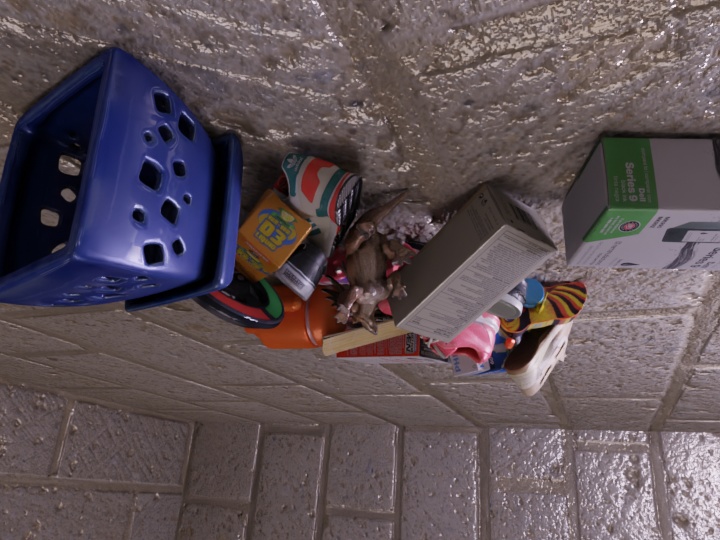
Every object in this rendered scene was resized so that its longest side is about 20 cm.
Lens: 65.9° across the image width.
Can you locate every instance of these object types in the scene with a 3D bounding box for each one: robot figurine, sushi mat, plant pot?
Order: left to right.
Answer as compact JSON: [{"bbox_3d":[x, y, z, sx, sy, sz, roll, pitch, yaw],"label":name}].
[{"bbox_3d":[-0.236,-0.063,0.564,0.199,0.202,0.179,-13,158,35],"label":"plant pot"},{"bbox_3d":[-0.106,0.081,0.988,0.198,0.117,0.145,-4,122,19],"label":"robot figurine"},{"bbox_3d":[0.029,0.104,0.942,0.198,0.012,0.096,-14,159,-9],"label":"sushi mat"}]

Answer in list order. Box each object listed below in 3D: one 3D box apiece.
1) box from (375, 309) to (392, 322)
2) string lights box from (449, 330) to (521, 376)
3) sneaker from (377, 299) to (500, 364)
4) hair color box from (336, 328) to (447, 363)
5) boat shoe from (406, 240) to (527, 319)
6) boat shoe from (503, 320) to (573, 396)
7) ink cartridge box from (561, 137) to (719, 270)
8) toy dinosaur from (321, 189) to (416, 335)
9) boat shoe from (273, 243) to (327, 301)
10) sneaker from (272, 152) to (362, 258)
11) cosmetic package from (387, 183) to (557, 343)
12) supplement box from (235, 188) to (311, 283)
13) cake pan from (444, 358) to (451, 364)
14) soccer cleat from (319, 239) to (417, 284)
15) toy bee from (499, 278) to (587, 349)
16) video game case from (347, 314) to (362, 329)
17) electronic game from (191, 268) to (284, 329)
[{"bbox_3d":[0.084,0.047,0.955,0.159,0.050,0.200,-1,158,4],"label":"box"},{"bbox_3d":[0.240,0.129,0.993,0.199,0.104,0.059,4,159,-41],"label":"string lights box"},{"bbox_3d":[0.119,0.087,0.851,0.198,0.088,0.074,16,155,-5],"label":"sneaker"},{"bbox_3d":[0.062,0.149,1.103,0.198,0.065,0.110,-6,163,37],"label":"hair color box"},{"bbox_3d":[0.148,0.003,0.812,0.199,0.061,0.076,28,151,-3],"label":"boat shoe"},{"bbox_3d":[0.315,0.132,0.950,0.072,0.200,0.065,-17,109,50],"label":"boat shoe"},{"bbox_3d":[0.334,-0.065,0.586,0.198,0.085,0.146,2,158,5],"label":"ink cartridge box"},{"bbox_3d":[0.005,-0.009,0.708,0.085,0.202,0.136,7,-171,-15],"label":"toy dinosaur"},{"bbox_3d":[-0.077,0.000,0.739,0.069,0.057,0.200,42,173,-8],"label":"boat shoe"},{"bbox_3d":[-0.055,-0.082,0.669,0.093,0.071,0.200,30,165,3],"label":"sneaker"},{"bbox_3d":[0.133,-0.001,0.700,0.103,0.074,0.200,20,130,-33],"label":"cosmetic package"},{"bbox_3d":[-0.123,-0.036,0.692,0.066,0.069,0.200,41,161,-10],"label":"supplement box"},{"bbox_3d":[0.200,0.171,1.251,0.198,0.037,0.201,4,158,1],"label":"cake pan"},{"bbox_3d":[0.000,0.000,0.809,0.198,0.067,0.077,-6,142,34],"label":"soccer cleat"},{"bbox_3d":[0.268,0.075,0.913,0.198,0.110,0.131,-8,157,28],"label":"toy bee"},{"bbox_3d":[0.004,0.105,1.147,0.198,0.023,0.183,5,158,-1],"label":"video game case"},{"bbox_3d":[-0.190,0.011,0.781,0.042,0.200,0.199,-50,136,11],"label":"electronic game"}]
